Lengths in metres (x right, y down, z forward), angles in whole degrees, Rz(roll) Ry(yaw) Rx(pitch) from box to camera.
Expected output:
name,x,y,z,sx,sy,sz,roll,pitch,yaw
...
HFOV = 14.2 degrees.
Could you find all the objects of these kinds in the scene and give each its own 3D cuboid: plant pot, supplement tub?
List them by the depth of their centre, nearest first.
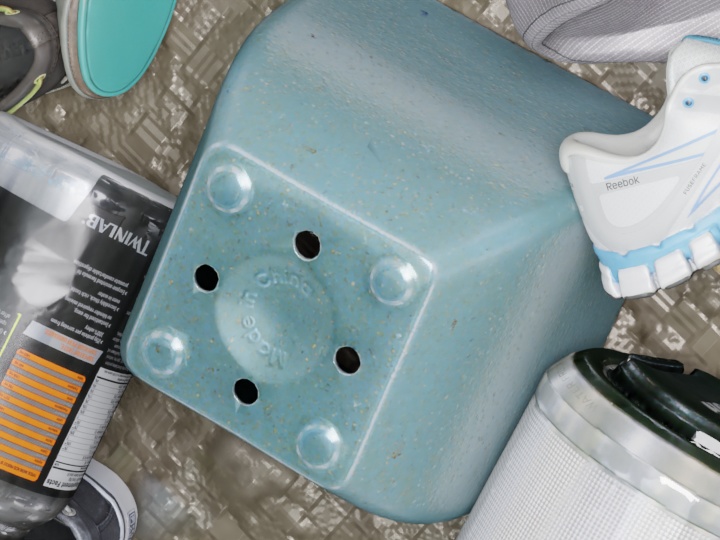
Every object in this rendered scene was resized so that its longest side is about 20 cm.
name,x,y,z,sx,sy,sz,roll,pitch,yaw
plant pot,0.000,0.000,1.294,0.196,0.200,0.197,30,113,15
supplement tub,-0.170,0.036,1.390,0.122,0.122,0.201,28,92,15

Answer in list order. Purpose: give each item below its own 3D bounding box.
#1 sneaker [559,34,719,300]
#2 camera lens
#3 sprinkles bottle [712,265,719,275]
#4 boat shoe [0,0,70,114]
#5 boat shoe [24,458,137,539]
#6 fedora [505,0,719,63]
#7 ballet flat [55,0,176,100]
name,x,y,z,sx,sy,sz,roll,pitch,yaw
sneaker,0.171,-0.067,1.190,0.199,0.075,0.087,-28,99,13
camera lens,0.118,0.147,1.286,0.159,0.160,0.201,30,102,14
sprinkles bottle,0.215,-0.082,1.254,0.068,0.068,0.201,28,112,15
boat shoe,-0.225,-0.092,1.445,0.200,0.061,0.072,-21,94,26
boat shoe,-0.214,0.105,1.484,0.199,0.068,0.072,25,111,16
fedora,0.123,-0.143,1.212,0.199,0.177,0.091,-15,68,24
ballet flat,-0.116,-0.184,1.385,0.064,0.067,0.201,30,114,44
